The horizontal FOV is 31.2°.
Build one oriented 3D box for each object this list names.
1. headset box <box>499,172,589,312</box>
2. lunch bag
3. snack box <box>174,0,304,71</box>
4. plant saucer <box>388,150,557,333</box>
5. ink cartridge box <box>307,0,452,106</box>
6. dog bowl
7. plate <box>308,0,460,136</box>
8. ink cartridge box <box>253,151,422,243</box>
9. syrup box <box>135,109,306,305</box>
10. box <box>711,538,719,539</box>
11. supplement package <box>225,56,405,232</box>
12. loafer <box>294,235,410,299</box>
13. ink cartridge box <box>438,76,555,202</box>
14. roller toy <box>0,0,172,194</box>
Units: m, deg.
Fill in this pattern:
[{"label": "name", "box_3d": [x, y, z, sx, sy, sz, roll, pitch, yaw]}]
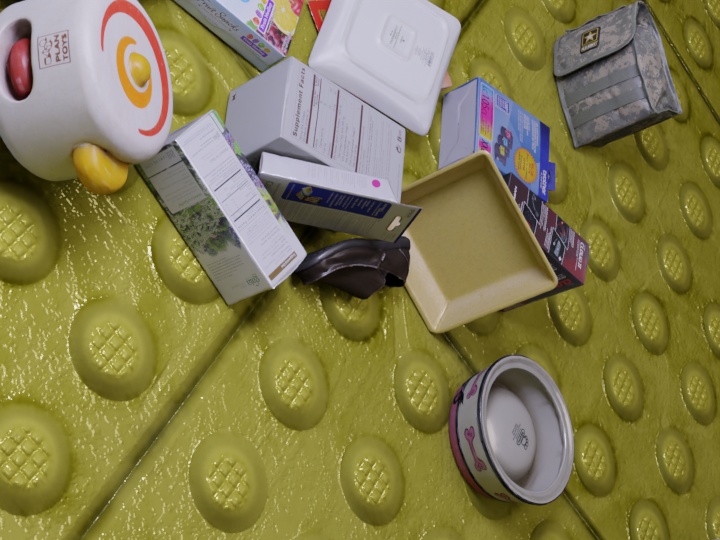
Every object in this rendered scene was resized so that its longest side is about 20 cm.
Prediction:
[{"label": "headset box", "box_3d": [0.208, -0.029, 1.775, 0.200, 0.148, 0.075, 39, 49, -31]}, {"label": "lunch bag", "box_3d": [0.407, -0.320, 2.091, 0.117, 0.164, 0.201, -7, 79, -49]}, {"label": "snack box", "box_3d": [-0.160, -0.362, 1.588, 0.200, 0.053, 0.143, 37, 50, -31]}, {"label": "plant saucer", "box_3d": [0.134, -0.040, 1.670, 0.201, 0.199, 0.048, 60, 32, -11]}, {"label": "ink cartridge box", "box_3d": [0.030, -0.312, 1.775, 0.200, 0.050, 0.163, -18, 88, -52]}, {"label": "dog bowl", "box_3d": [0.198, 0.217, 1.723, 0.200, 0.074, 0.201, 21, 59, -41]}, {"label": "plate", "box_3d": [0.044, -0.312, 1.751, 0.199, 0.032, 0.200, 29, 63, -23]}, {"label": "ink cartridge box", "box_3d": [-0.035, -0.084, 1.522, 0.199, 0.095, 0.037, 13, 61, -14]}, {"label": "syrup box", "box_3d": [-0.156, -0.069, 1.456, 0.200, 0.079, 0.081, 57, 42, -14]}, {"label": "box", "box_3d": [0.533, 0.494, 1.874, 0.171, 0.198, 0.201, 14, 65, -43]}, {"label": "supplement package", "box_3d": [-0.055, -0.148, 1.566, 0.200, 0.117, 0.118, 27, 56, -37]}, {"label": "loafer", "box_3d": [0.000, 0.000, 1.598, 0.199, 0.073, 0.072, -9, 82, -47]}, {"label": "ink cartridge box", "box_3d": [0.208, -0.173, 1.891, 0.200, 0.076, 0.137, 29, 55, -38]}, {"label": "roller toy", "box_3d": [-0.274, -0.188, 1.292, 0.200, 0.139, 0.183, -73, 148, -53]}]
